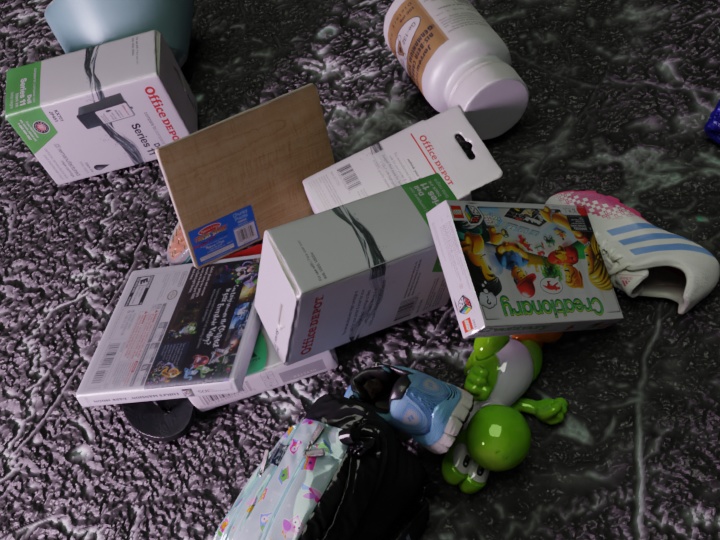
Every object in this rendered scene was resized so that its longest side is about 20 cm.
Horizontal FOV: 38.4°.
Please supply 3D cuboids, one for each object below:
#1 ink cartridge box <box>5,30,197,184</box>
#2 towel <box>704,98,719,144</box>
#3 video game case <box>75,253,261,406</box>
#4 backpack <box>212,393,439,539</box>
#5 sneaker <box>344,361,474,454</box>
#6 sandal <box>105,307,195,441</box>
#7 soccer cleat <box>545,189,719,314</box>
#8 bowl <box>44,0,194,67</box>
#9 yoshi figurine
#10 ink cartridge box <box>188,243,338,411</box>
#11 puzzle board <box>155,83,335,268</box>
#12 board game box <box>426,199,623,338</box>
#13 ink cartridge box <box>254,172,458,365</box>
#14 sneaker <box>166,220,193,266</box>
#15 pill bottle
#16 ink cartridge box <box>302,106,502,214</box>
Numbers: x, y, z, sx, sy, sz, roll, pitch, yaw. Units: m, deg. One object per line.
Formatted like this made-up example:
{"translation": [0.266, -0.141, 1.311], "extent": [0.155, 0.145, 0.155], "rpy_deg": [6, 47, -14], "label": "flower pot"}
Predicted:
{"translation": [-0.321, -0.203, 1.307], "extent": [0.199, 0.147, 0.083], "rpy_deg": [-14, 55, 6], "label": "ink cartridge box"}
{"translation": [0.491, -0.210, 1.160], "extent": [0.147, 0.050, 0.200], "rpy_deg": [21, 63, 28], "label": "towel"}
{"translation": [-0.193, 0.061, 1.118], "extent": [0.181, 0.023, 0.200], "rpy_deg": [-7, 39, 16], "label": "video game case"}
{"translation": [-0.038, 0.229, 0.939], "extent": [0.126, 0.167, 0.200], "rpy_deg": [14, 64, 44], "label": "backpack"}
{"translation": [0.028, 0.114, 0.981], "extent": [0.079, 0.090, 0.200], "rpy_deg": [-61, 18, -16], "label": "sneaker"}
{"translation": [-0.242, 0.105, 1.135], "extent": [0.075, 0.048, 0.201], "rpy_deg": [-29, 52, -7], "label": "sandal"}
{"translation": [0.269, -0.021, 1.069], "extent": [0.200, 0.070, 0.086], "rpy_deg": [25, 56, 27], "label": "soccer cleat"}
{"translation": [-0.308, -0.306, 1.379], "extent": [0.200, 0.201, 0.105], "rpy_deg": [-15, 87, 5], "label": "bowl"}
{"translation": [0.141, 0.117, 0.989], "extent": [0.112, 0.112, 0.200], "rpy_deg": [15, 63, 16], "label": "yoshi figurine"}
{"translation": [-0.125, 0.043, 1.150], "extent": [0.160, 0.050, 0.200], "rpy_deg": [-19, 55, 2], "label": "ink cartridge box"}
{"translation": [-0.121, -0.108, 1.169], "extent": [0.200, 0.151, 0.017], "rpy_deg": [-27, 34, -21], "label": "puzzle board"}
{"translation": [0.162, -0.002, 1.000], "extent": [0.200, 0.035, 0.127], "rpy_deg": [-1, 68, -39], "label": "board game box"}
{"translation": [0.000, 0.000, 1.045], "extent": [0.199, 0.147, 0.083], "rpy_deg": [-20, 63, -23], "label": "ink cartridge box"}
{"translation": [-0.143, -0.070, 1.224], "extent": [0.200, 0.080, 0.071], "rpy_deg": [-48, 37, 6], "label": "sneaker"}
{"translation": [0.117, -0.254, 1.253], "extent": [0.114, 0.114, 0.200], "rpy_deg": [-27, 53, -4], "label": "pill bottle"}
{"translation": [0.050, -0.088, 1.173], "extent": [0.200, 0.068, 0.116], "rpy_deg": [-27, 63, -4], "label": "ink cartridge box"}
